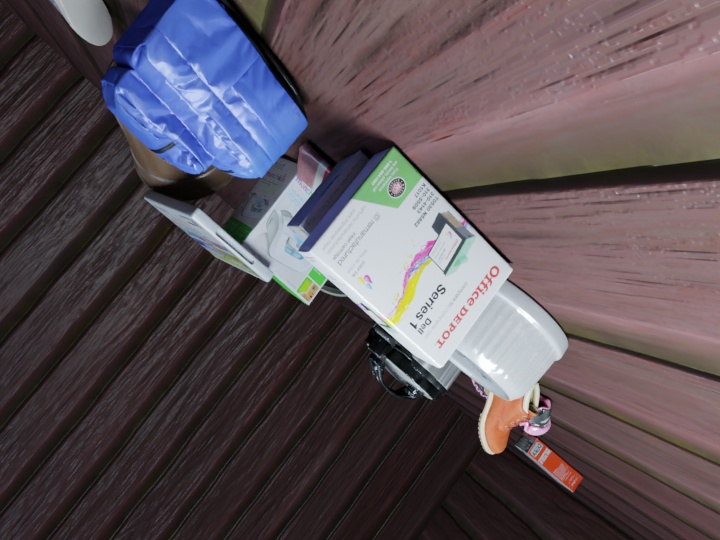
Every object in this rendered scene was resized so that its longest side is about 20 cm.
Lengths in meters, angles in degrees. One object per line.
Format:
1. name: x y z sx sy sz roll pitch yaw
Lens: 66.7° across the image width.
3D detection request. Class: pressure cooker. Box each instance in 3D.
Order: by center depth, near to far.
1. pressure cooker: 0.103 0.127 0.954 0.175 0.201 0.179 38 173 -1

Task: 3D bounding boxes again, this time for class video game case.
1. video game case: -0.258 -0.060 0.929 0.198 0.022 0.182 20 160 46

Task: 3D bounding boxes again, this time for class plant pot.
1. plant pot: -0.302 -0.247 0.886 0.199 0.201 0.199 38 165 8

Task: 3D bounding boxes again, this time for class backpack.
1. backpack: -0.173 -0.194 0.622 0.200 0.169 0.162 41 180 -39

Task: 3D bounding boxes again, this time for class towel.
1. towel: -0.017 -0.112 0.854 0.199 0.023 0.144 39 170 -3

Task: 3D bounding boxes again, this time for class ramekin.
1. ramekin: 0.172 0.087 0.755 0.199 0.106 0.200 39 172 7

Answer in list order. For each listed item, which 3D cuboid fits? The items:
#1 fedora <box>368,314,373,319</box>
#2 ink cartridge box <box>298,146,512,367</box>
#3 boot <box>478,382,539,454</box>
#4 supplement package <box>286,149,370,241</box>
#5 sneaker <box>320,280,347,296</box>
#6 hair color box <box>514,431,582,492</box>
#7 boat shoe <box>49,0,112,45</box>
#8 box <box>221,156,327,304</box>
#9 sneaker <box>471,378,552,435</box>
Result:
1. fedora: 0.077 0.076 1.141 0.176 0.091 0.200 37 -171 -39
2. ink cartridge box: 0.052 -0.012 0.619 0.199 0.146 0.084 42 172 -14
3. boot: 0.298 0.291 1.091 0.106 0.204 0.074 19 -155 39
4. supplement package: 0.021 -0.037 0.715 0.199 0.122 0.120 41 173 -15
5. sneaker: 0.000 0.000 1.045 0.195 0.076 0.107 3 159 4
6. hair color box: 0.618 0.627 1.803 0.199 0.064 0.111 39 173 -2
7. boat shoe: -0.516 -0.494 0.948 0.093 0.074 0.201 42 167 36
8. box: -0.124 -0.072 1.006 0.096 0.177 0.200 28 166 46
9. sneaker: 0.320 0.249 1.150 0.199 0.079 0.096 36 148 31
